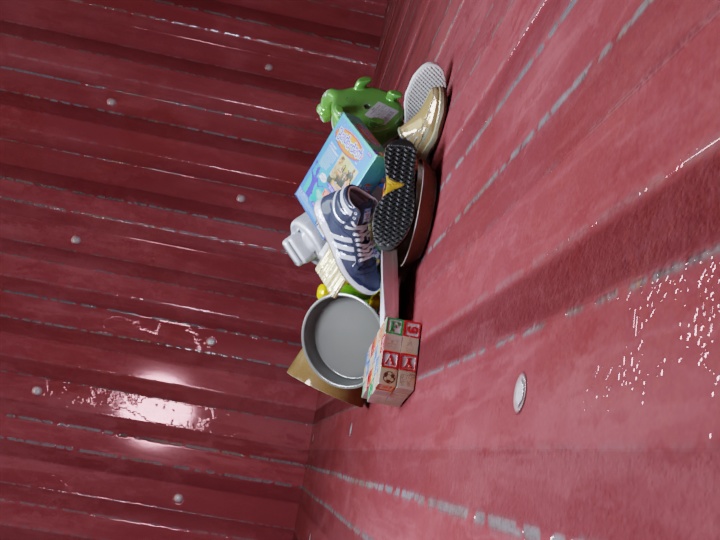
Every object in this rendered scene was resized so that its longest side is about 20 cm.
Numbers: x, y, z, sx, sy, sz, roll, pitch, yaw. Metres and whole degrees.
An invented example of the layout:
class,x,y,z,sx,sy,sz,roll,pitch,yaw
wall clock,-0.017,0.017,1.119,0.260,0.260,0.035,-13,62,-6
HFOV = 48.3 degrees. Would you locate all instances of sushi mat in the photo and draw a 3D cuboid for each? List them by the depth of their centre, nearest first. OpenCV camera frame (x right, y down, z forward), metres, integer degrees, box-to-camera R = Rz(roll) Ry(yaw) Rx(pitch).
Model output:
class,x,y,z,sx,sy,sz,roll,pitch,yaw
sushi mat,-0.021,-0.052,1.530,0.200,0.012,0.096,-58,42,22

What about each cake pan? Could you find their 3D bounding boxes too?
class,x,y,z,sx,sy,sz,roll,pitch,yaw
cake pan,-0.028,0.143,1.656,0.037,0.200,0.201,-13,-62,-61

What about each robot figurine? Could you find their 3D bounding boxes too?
class,x,y,z,sx,sy,sz,roll,pitch,yaw
robot figurine,-0.067,-0.089,1.709,0.200,0.113,0.170,-36,10,-23

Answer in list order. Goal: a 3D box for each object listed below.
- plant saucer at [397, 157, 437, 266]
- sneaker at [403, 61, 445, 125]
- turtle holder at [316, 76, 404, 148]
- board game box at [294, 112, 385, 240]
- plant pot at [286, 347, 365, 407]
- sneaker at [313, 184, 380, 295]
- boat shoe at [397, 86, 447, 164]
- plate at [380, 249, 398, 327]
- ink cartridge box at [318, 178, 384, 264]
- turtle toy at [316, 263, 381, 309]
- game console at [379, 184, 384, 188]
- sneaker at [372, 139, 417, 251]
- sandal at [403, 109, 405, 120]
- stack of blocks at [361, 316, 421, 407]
class,x,y,z,sx,sy,sz,roll,pitch,yaw
plant saucer,0.104,-0.102,1.456,0.200,0.034,0.201,-170,90,-86
sneaker,0.120,-0.338,1.585,0.114,0.073,0.201,-80,4,-47
turtle holder,-0.004,-0.300,1.638,0.132,0.185,0.141,90,-175,-53
board game box,-0.036,-0.176,1.533,0.200,0.045,0.152,-56,45,26
plant pot,-0.039,0.175,1.793,0.186,0.186,0.200,164,131,-84
sneaker,0.001,-0.058,1.435,0.108,0.200,0.070,-28,0,42
boat shoe,0.107,-0.258,1.509,0.072,0.076,0.200,-85,8,-50
plate,0.053,0.054,1.504,0.200,0.032,0.200,90,180,-57
ink cartridge box,0.017,-0.084,1.593,0.200,0.109,0.050,-56,-38,-3
turtle toy,0.000,0.000,1.689,0.200,0.146,0.101,-49,37,47
game console,0.075,-0.161,1.713,0.171,0.118,0.200,-35,-7,-25
sneaker,0.069,-0.124,1.418,0.090,0.070,0.200,50,-133,-73
sandal,0.091,-0.300,1.772,0.200,0.087,0.080,55,-136,-67
stack of blocks,0.047,0.169,1.365,0.200,0.058,0.115,112,167,-66
